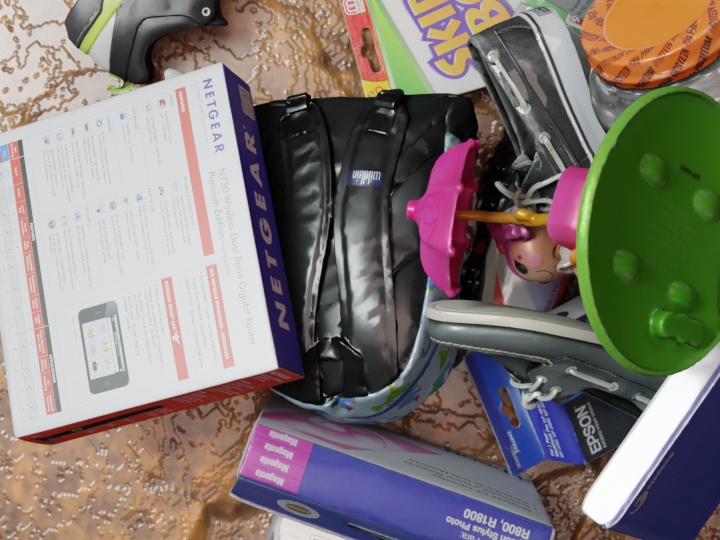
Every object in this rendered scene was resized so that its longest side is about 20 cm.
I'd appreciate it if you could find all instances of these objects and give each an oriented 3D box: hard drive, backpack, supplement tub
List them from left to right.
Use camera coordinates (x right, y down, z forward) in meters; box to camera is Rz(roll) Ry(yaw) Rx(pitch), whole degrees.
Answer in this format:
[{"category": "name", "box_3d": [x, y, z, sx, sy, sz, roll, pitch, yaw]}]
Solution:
[{"category": "backpack", "box_3d": [0.000, 0.000, 0.923, 0.163, 0.154, 0.201, -3, 64, 15]}, {"category": "hard drive", "box_3d": [0.214, 0.115, 0.905, 0.025, 0.200, 0.132, 36, 93, 29]}, {"category": "supplement tub", "box_3d": [0.216, -0.086, 0.848, 0.122, 0.123, 0.200, -37, 125, 2]}]

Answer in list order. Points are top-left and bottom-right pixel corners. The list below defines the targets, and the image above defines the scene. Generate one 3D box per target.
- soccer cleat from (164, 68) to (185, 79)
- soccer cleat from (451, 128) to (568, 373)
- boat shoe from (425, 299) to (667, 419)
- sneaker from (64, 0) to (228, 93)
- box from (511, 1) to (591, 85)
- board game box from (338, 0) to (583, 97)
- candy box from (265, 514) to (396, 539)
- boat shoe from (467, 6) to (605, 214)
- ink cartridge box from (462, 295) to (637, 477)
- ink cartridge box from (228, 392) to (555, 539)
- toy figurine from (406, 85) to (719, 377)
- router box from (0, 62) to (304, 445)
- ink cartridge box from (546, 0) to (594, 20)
[{"category": "soccer cleat", "box_3d": [-0.167, -0.053, 0.969, 0.200, 0.070, 0.086, -42, 67, 6]}, {"category": "soccer cleat", "box_3d": [0.116, -0.021, 0.967, 0.073, 0.068, 0.201, 17, 92, -19]}, {"category": "boat shoe", "box_3d": [0.127, 0.061, 0.873, 0.200, 0.073, 0.062, 12, 95, -25]}, {"category": "sneaker", "box_3d": [-0.113, -0.205, 0.959, 0.083, 0.072, 0.200, 43, 100, -9]}, {"category": "box", "box_3d": [0.184, -0.115, 0.952, 0.200, 0.039, 0.042, 28, 103, -9]}, {"category": "board game box", "box_3d": [0.091, -0.177, 0.974, 0.199, 0.030, 0.096, -16, 92, 4]}, {"category": "candy box", "box_3d": [0.035, 0.201, 0.919, 0.199, 0.168, 0.072, 18, 92, 0]}, {"category": "boat shoe", "box_3d": [0.123, -0.063, 0.889, 0.068, 0.074, 0.200, -22, 99, -10]}, {"category": "ink cartridge box", "box_3d": [0.176, 0.058, 0.946, 0.200, 0.039, 0.100, -28, 107, -10]}, {"category": "ink cartridge box", "box_3d": [0.023, 0.137, 0.901, 0.196, 0.200, 0.043, 19, 92, -1]}, {"category": "toy figurine", "box_3d": [0.121, -0.021, 0.808, 0.200, 0.184, 0.151, 22, 81, -41]}, {"category": "router box", "box_3d": [-0.142, -0.008, 0.887, 0.179, 0.049, 0.201, -15, 75, 14]}, {"category": "ink cartridge box", "box_3d": [0.237, -0.207, 0.921, 0.200, 0.083, 0.147, 26, 77, -4]}]
